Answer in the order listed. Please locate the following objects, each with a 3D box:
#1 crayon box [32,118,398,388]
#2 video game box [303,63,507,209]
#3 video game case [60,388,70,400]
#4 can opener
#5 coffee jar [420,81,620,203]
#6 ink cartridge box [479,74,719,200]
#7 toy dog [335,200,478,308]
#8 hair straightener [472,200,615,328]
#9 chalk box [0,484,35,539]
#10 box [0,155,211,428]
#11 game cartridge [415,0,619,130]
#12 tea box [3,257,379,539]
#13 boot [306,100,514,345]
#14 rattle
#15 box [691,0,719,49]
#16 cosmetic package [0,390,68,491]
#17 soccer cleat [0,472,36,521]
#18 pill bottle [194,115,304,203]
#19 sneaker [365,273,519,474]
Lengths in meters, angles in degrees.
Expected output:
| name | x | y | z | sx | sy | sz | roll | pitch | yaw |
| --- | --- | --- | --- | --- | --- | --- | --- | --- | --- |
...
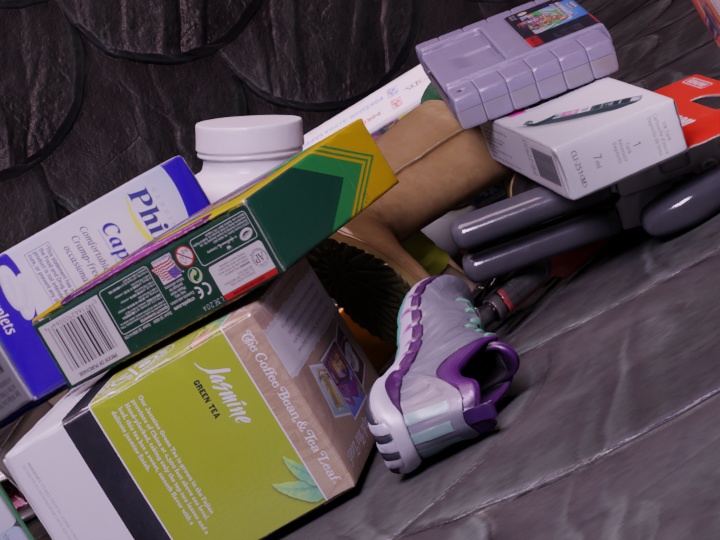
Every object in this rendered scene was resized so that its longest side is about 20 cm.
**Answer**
| name | x | y | z | sx | sy | sz | roll | pitch | yaw |
| --- | --- | --- | --- | --- | --- | --- | --- | --- | --- |
| crayon box | -0.095 | -0.012 | 1.478 | 0.199 | 0.058 | 0.172 | -28 | 5 | 33 |
| video game box | 0.048 | -0.082 | 1.929 | 0.182 | 0.200 | 0.047 | -28 | 50 | 14 |
| video game case | -0.136 | 0.094 | 1.780 | 0.179 | 0.026 | 0.200 | 0 | 11 | 3 |
| can opener | 0.163 | -0.040 | 1.539 | 0.199 | 0.054 | 0.067 | -20 | 20 | 2 |
| coffee jar | 0.135 | -0.105 | 1.756 | 0.104 | 0.085 | 0.200 | -46 | 40 | 1 |
| ink cartridge box | 0.190 | -0.114 | 1.571 | 0.173 | 0.044 | 0.200 | -24 | 15 | -7 |
| toy dog | 0.030 | -0.012 | 1.875 | 0.200 | 0.132 | 0.097 | -36 | 45 | 7 |
| hair straightener | 0.113 | 0.013 | 1.606 | 0.077 | 0.041 | 0.200 | -25 | 15 | 45 |
| chalk box | -0.303 | 0.216 | 1.634 | 0.124 | 0.125 | 0.200 | -34 | 6 | -13 |
| box | -0.214 | 0.025 | 1.659 | 0.200 | 0.105 | 0.184 | -32 | 1 | -28 |
| game cartridge | 0.117 | -0.164 | 1.683 | 0.129 | 0.039 | 0.200 | -25 | 18 | 1 |
| tea box | -0.100 | 0.105 | 1.477 | 0.196 | 0.134 | 0.200 | -30 | 7 | 12 |
| boot | 0.046 | -0.043 | 1.627 | 0.200 | 0.175 | 0.066 | -33 | -33 | -38 |
| rattle | 0.000 | 0.000 | 1.758 | 0.200 | 0.130 | 0.143 | 43 | 112 | 50 |
| box | 0.316 | -0.186 | 1.578 | 0.106 | 0.153 | 0.200 | -32 | 7 | 2 |
| cosmetic package | -0.218 | 0.122 | 1.932 | 0.103 | 0.087 | 0.200 | -51 | -4 | 33 |
| soccer cleat | -0.282 | 0.181 | 2.040 | 0.200 | 0.070 | 0.086 | -39 | 26 | -29 |
| pill bottle | -0.082 | -0.018 | 1.750 | 0.111 | 0.201 | 0.112 | -3 | 11 | 1 |
| sneaker | 0.068 | 0.058 | 1.398 | 0.087 | 0.075 | 0.200 | -18 | 23 | 21 |
